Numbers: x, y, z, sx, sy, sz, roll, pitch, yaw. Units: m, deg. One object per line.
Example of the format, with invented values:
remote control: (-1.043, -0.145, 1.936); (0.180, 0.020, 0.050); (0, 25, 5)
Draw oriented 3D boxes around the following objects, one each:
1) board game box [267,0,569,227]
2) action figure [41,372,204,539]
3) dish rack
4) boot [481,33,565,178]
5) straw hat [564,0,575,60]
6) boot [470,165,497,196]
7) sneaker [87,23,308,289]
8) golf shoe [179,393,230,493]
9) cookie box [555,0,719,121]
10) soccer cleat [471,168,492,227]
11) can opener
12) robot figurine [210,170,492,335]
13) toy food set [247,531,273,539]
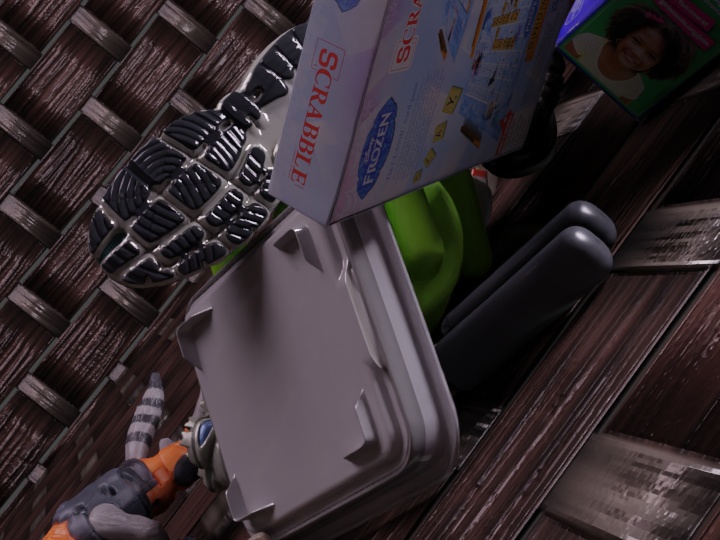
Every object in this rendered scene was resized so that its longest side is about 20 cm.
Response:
board game box: (0.048, -0.138, 0.715); (0.199, 0.041, 0.201); (-24, -44, -53)
action figure: (-0.180, 0.176, 1.064); (0.200, 0.105, 0.194); (-32, 12, 45)
dish rack: (-0.036, 0.057, 0.783); (0.043, 0.173, 0.200); (-7, -19, -36)
boot: (0.070, -0.167, 0.937); (0.079, 0.212, 0.158); (-31, -14, 2)
straw hat: (0.170, -0.241, 1.068); (0.085, 0.201, 0.202); (14, 60, 43)
boot: (0.052, -0.074, 1.162); (0.200, 0.064, 0.187); (-47, 23, 46)
sneaker: (-0.068, -0.054, 0.819); (0.200, 0.078, 0.080); (-42, -8, -25)
golf shoe: (-0.046, 0.068, 1.019); (0.096, 0.078, 0.201); (4, 58, 25)
cookie box: (0.218, -0.207, 0.829); (0.200, 0.075, 0.172); (-42, 15, 49)
soccer cleat: (0.017, -0.029, 1.043); (0.199, 0.069, 0.078); (-10, 65, 54)
can opener: (0.051, 0.031, 0.772); (0.200, 0.066, 0.053); (-39, 17, 32)
robot figurine: (0.000, 0.000, 0.893); (0.174, 0.116, 0.200); (-20, -16, -10)
toy food set: (-0.103, 0.232, 0.736); (0.144, 0.060, 0.200); (-48, 10, 20)
